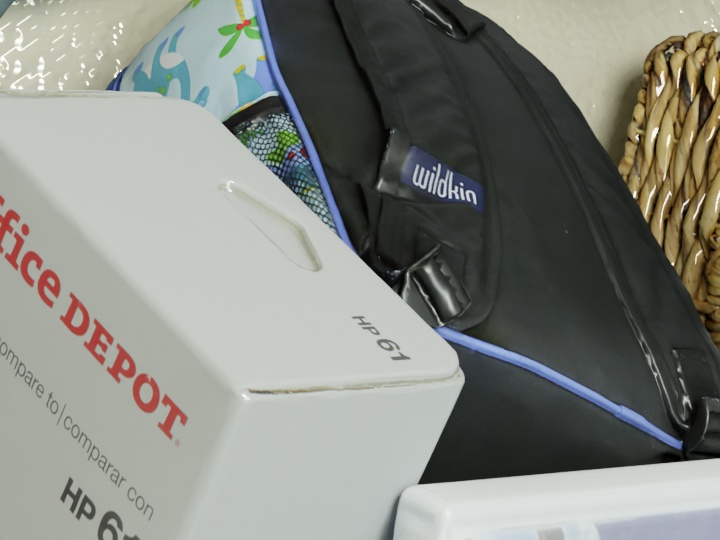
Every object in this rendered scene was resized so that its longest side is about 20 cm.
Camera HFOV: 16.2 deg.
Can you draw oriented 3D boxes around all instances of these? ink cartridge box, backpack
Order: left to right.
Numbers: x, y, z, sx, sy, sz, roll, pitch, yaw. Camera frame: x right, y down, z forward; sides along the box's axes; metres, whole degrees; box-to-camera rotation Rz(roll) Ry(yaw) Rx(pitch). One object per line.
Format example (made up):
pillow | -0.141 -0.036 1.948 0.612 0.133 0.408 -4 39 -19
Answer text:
ink cartridge box | -0.076 0.069 0.693 0.084 0.144 0.201 0 123 -45
backpack | 0.000 0.000 0.815 0.183 0.200 0.147 23 125 -42

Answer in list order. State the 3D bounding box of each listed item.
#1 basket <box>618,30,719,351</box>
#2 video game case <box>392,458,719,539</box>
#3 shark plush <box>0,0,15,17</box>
basket | 0.185 0.009 0.929 0.142 0.149 0.201 -2 96 -45
video game case | 0.080 0.144 0.716 0.199 0.023 0.183 -1 104 -39
shark plush | -0.077 -0.111 0.818 0.199 0.083 0.091 5 91 -31
